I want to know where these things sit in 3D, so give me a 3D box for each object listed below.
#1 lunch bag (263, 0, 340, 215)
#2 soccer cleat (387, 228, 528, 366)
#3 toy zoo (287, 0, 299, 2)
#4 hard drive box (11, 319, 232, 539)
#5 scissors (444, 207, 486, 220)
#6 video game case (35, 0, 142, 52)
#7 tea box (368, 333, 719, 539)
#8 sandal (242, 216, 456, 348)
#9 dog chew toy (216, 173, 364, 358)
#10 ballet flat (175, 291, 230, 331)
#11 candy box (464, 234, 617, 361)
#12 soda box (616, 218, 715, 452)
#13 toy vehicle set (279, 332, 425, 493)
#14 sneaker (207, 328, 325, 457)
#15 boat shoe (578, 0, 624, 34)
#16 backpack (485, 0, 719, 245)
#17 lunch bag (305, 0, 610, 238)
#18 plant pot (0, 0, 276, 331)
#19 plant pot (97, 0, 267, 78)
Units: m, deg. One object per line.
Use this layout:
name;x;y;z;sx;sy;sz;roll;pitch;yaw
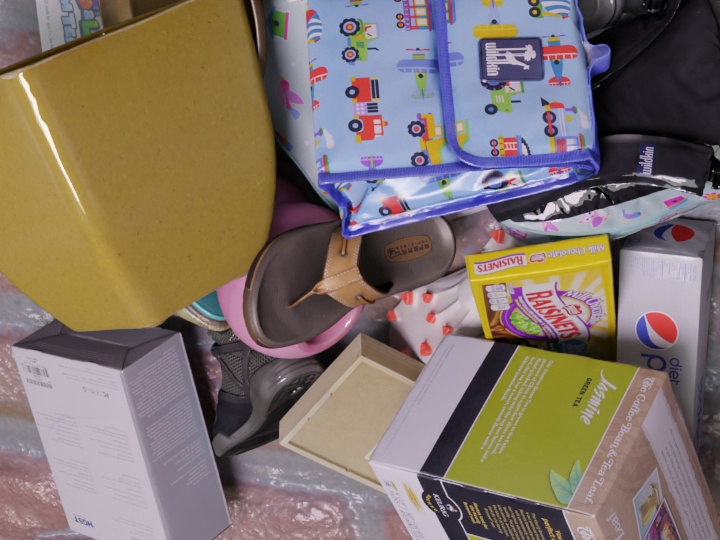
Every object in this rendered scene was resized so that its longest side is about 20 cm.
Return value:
lunch bag;0.004;-0.148;1.131;0.160;0.077;0.201;-31;101;30
soccer cleat;0.096;0.023;1.192;0.200;0.077;0.070;-40;60;45
toy zoo;0.031;-0.265;1.020;0.198;0.020;0.133;-6;105;21
hard drive box;-0.215;0.150;1.342;0.155;0.077;0.202;9;120;39
scissors;0.018;-0.038;1.217;0.199;0.014;0.073;-30;100;32
video game case;-0.180;-0.200;1.207;0.180;0.024;0.202;7;118;18
tea box;0.145;0.173;1.117;0.195;0.134;0.201;10;142;37
sandal;0.000;0.000;1.095;0.054;0.199;0.083;-6;98;57
dog chew toy;-0.083;-0.022;1.191;0.200;0.124;0.125;44;128;32
ballet flat;-0.174;-0.018;1.253;0.201;0.070;0.071;53;124;15
candy box;0.141;0.030;1.113;0.101;0.027;0.200;-11;155;7
soda box;0.235;0.062;1.151;0.063;0.068;0.202;7;117;19
toy vehicle set;0.046;0.139;1.243;0.199;0.027;0.124;28;125;-23
sneaker;-0.096;0.087;1.297;0.115;0.076;0.200;64;153;22
boat shoe;0.101;-0.235;1.054;0.199;0.065;0.074;38;123;0
backpack;0.173;-0.090;1.045;0.198;0.127;0.168;-21;64;16
lunch bag;0.071;-0.121;1.000;0.198;0.152;0.094;-9;156;9
plant pot;-0.174;-0.069;1.073;0.193;0.195;0.202;-5;111;50
plant pot;-0.132;-0.195;1.122;0.199;0.027;0.202;26;126;41
